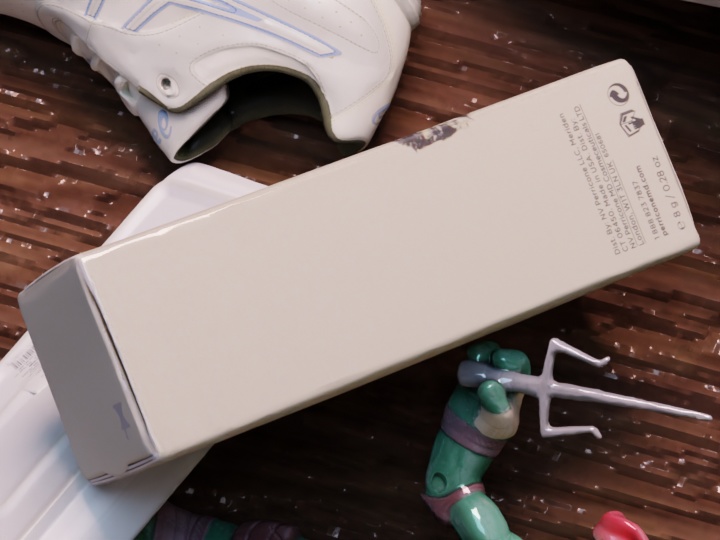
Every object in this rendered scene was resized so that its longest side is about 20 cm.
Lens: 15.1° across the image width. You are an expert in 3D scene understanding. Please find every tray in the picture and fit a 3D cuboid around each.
[{"bbox_3d":[-0.089,0.039,0.905,0.107,0.022,0.200,18,60,44],"label":"tray"}]

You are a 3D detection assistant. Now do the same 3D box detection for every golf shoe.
[{"bbox_3d":[-0.079,-0.089,0.972,0.200,0.078,0.097,5,78,14],"label":"golf shoe"}]

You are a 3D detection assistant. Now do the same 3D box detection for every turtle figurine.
[{"bbox_3d":[0.017,0.108,0.850,0.200,0.101,0.150,-8,44,19],"label":"turtle figurine"}]

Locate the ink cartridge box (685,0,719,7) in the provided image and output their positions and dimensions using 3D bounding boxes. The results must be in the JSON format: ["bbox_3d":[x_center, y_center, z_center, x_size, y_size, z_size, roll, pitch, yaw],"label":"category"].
[{"bbox_3d":[0.120,-0.171,0.931,0.146,0.084,0.200,-49,36,-17],"label":"ink cartridge box"}]

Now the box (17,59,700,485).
[{"bbox_3d":[0.000,0.000,0.859,0.200,0.082,0.068,-20,88,-24],"label":"box"}]
